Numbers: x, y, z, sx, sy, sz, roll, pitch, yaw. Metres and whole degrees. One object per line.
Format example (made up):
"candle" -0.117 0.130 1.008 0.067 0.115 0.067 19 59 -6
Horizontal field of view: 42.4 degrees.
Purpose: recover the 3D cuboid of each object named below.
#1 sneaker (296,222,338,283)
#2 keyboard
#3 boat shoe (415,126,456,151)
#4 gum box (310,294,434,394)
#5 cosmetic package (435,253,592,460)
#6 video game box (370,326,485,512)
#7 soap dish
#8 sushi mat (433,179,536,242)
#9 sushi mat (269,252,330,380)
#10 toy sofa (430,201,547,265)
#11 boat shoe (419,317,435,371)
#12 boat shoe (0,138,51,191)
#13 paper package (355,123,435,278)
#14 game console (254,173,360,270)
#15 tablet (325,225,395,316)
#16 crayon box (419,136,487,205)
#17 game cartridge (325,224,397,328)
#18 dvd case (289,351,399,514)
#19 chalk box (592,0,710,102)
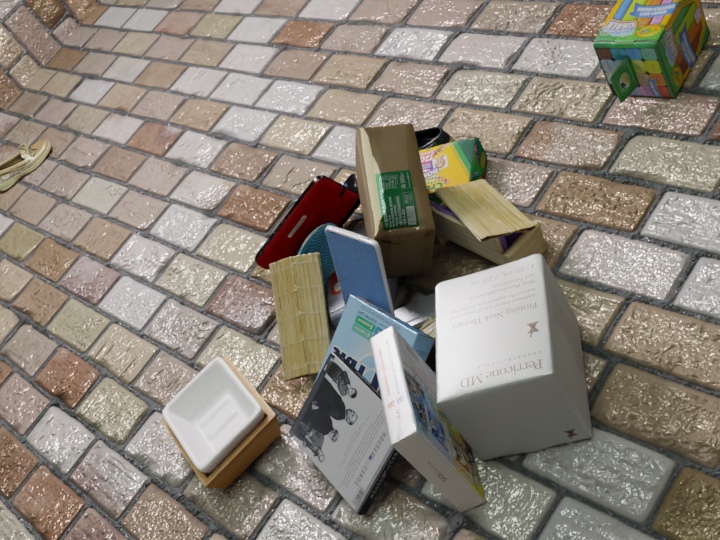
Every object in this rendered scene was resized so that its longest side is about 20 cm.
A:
"sneaker" -0.094 0.007 1.632 0.203 0.076 0.081 -64 18 2
"keyboard" 0.136 0.051 1.515 0.197 0.011 0.057 -25 37 15
"boat shoe" 0.091 -0.238 1.774 0.197 0.062 0.076 0 54 38
"gum box" 0.009 0.162 1.418 0.169 0.044 0.203 28 97 47
"cosmetic package" 0.208 0.121 1.273 0.165 0.167 0.203 -17 45 22
"video game box" 0.091 0.203 1.260 0.046 0.200 0.184 -30 40 14
"soap dish" -0.230 0.253 1.541 0.157 0.081 0.200 -44 41 -7
"sushi mat" 0.194 -0.097 1.472 0.094 0.012 0.200 -11 29 -14
"sushi mat" -0.098 0.077 1.558 0.094 0.012 0.204 -11 83 24
"toy sofa" 0.200 -0.072 1.507 0.083 0.098 0.199 -42 39 -15
"boat shoe" 0.120 0.100 1.435 0.200 0.072 0.065 -42 41 4
"boat shoe" -0.959 -0.305 2.612 0.199 0.063 0.073 -42 40 -5
"paper package" 0.053 -0.110 1.524 0.101 0.191 0.204 -8 67 -2
"game console" -0.098 -0.096 1.677 0.201 0.171 0.119 -51 49 16
"tablet" 0.007 0.028 1.490 0.014 0.203 0.129 -33 34 -30
"crayon box" 0.125 -0.159 1.677 0.197 0.058 0.120 -11 47 29
"game cartridge" 0.000 0.000 1.642 0.131 0.041 0.202 -23 43 12
"dvd case" -0.018 0.236 1.371 0.200 0.025 0.152 39 105 44
"chalk box" 0.483 -0.376 1.564 0.123 0.125 0.202 12 62 43
